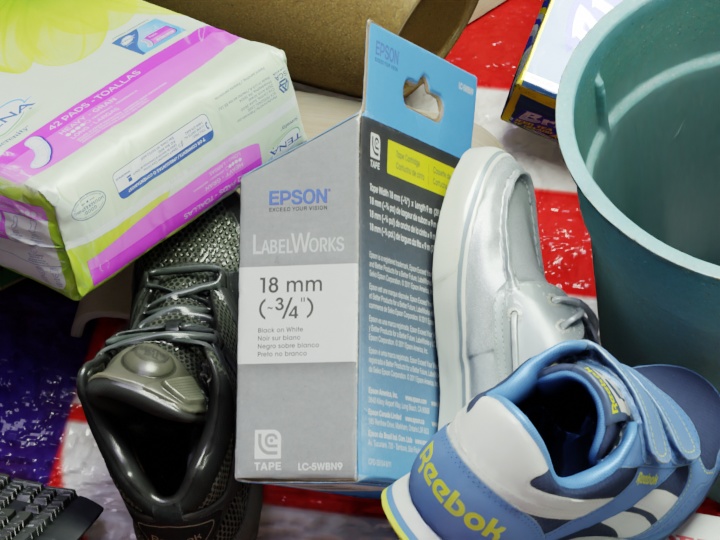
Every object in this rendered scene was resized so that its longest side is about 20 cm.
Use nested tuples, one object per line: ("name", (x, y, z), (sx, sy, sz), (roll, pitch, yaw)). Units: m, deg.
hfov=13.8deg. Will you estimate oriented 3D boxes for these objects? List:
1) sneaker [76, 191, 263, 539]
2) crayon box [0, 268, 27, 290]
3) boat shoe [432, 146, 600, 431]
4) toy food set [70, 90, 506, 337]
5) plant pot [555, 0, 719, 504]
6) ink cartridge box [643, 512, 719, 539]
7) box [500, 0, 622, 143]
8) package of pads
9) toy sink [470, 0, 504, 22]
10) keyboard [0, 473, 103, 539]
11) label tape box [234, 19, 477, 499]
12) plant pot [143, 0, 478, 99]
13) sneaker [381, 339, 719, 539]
("sneaker", (-0.080, 0.031, 1.369), (0.076, 0.114, 0.200), (-1, 63, 9))
("crayon box", (-0.249, -0.057, 1.527), (0.127, 0.051, 0.200), (-28, 54, -22))
("boat shoe", (0.076, 0.042, 1.345), (0.071, 0.070, 0.202), (-4, 79, 25))
("toy food set", (-0.035, -0.014, 1.485), (0.199, 0.060, 0.144), (9, 60, 11))
("plant pot", (0.189, -0.004, 1.364), (0.199, 0.196, 0.201), (-2, 49, 2))
("ink cartridge box", (0.117, 0.195, 1.229), (0.145, 0.088, 0.200), (13, 40, -24))
("box", (0.141, -0.161, 1.541), (0.070, 0.064, 0.201), (22, 75, 0))
("package of pads", (-0.148, -0.069, 1.427), (0.154, 0.068, 0.200), (-36, 38, -29))
("toy sink", (0.043, -0.225, 1.626), (0.200, 0.112, 0.130), (-33, 54, -25))
("keyboard", (-0.191, 0.114, 1.311), (0.127, 0.021, 0.200), (5, 7, 5))
("label tape box", (0.000, 0.000, 1.343), (0.063, 0.144, 0.201), (-2, 82, 21))
("plant pot", (-0.039, -0.178, 1.518), (0.200, 0.187, 0.186), (34, 57, 16))
("sneaker", (0.098, 0.070, 1.217), (0.074, 0.082, 0.200), (45, 36, 21))
